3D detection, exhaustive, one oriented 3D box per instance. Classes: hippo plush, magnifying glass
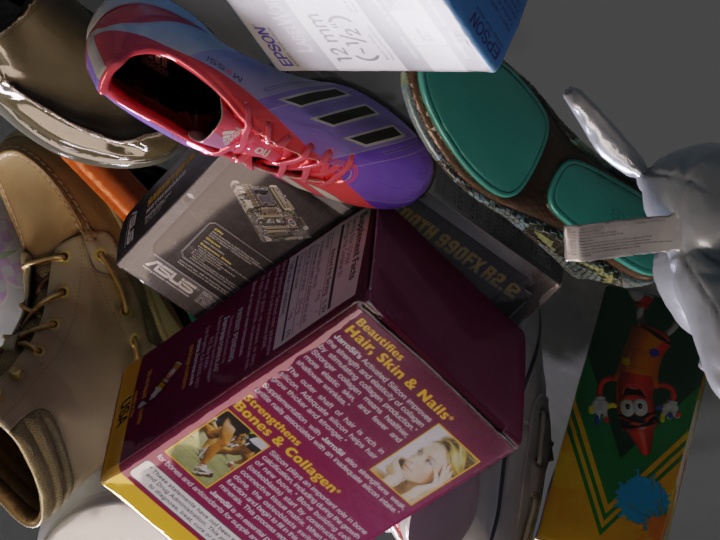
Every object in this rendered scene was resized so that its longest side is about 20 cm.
[{"bbox_3d":[0.197,0.011,1.477,0.199,0.160,0.161,1,162,2],"label":"hippo plush"},{"bbox_3d":[-0.096,-0.001,1.704,0.200,0.080,0.022,48,125,-7],"label":"magnifying glass"}]

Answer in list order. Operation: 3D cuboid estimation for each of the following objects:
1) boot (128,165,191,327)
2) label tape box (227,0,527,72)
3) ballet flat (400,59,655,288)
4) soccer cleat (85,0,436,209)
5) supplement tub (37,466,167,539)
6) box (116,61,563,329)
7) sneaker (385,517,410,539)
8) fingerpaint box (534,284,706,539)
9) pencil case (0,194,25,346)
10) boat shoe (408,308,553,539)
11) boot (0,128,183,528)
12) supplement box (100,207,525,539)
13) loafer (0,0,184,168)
[{"bbox_3d":[-0.159,-0.020,1.820,0.199,0.077,0.139,16,134,33],"label":"boot"},{"bbox_3d":[-0.035,-0.163,1.451,0.199,0.066,0.143,1,145,34],"label":"label tape box"},{"bbox_3d":[0.081,-0.054,1.556,0.200,0.074,0.074,41,148,-25],"label":"ballet flat"},{"bbox_3d":[-0.052,-0.075,1.526,0.199,0.073,0.068,27,117,-15],"label":"soccer cleat"},{"bbox_3d":[-0.119,0.163,1.813,0.139,0.200,0.141,2,107,8],"label":"supplement tub"},{"bbox_3d":[-0.011,-0.011,1.647,0.200,0.048,0.158,34,122,-19],"label":"box"},{"bbox_3d":[0.046,0.155,1.731,0.104,0.201,0.076,4,133,-1],"label":"sneaker"},{"bbox_3d":[0.147,0.132,1.718,0.073,0.168,0.200,14,153,7],"label":"fingerpaint box"},{"bbox_3d":[-0.220,0.030,1.795,0.083,0.090,0.201,175,73,-80],"label":"pencil case"},{"bbox_3d":[0.079,0.098,1.681,0.072,0.201,0.066,-28,127,34],"label":"boat shoe"},{"bbox_3d":[-0.190,0.032,1.714,0.073,0.155,0.201,-14,108,48],"label":"boot"},{"bbox_3d":[-0.026,0.074,1.616,0.200,0.103,0.131,-33,117,27],"label":"supplement box"},{"bbox_3d":[-0.180,-0.121,1.626,0.199,0.075,0.070,24,157,-1],"label":"loafer"}]
